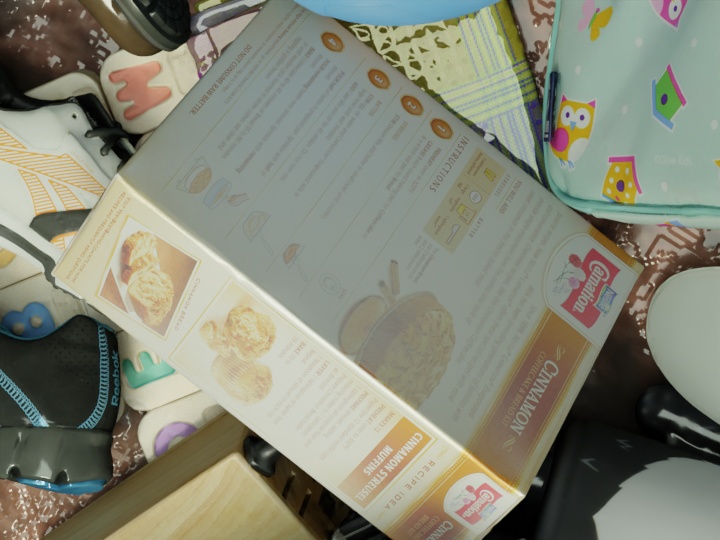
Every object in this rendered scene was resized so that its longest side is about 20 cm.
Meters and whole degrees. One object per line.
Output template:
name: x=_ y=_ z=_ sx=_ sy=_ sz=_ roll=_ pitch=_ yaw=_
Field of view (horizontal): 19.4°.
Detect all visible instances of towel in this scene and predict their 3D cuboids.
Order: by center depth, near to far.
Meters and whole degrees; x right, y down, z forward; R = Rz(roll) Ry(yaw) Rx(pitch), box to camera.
towel: x=0.017 y=-0.048 z=0.957 sx=0.142 sy=0.023 sz=0.202 roll=-20 pitch=96 yaw=3

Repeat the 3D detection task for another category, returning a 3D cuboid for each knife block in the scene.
knife block: x=-0.058 y=0.096 z=0.950 sx=0.198 sy=0.064 sz=0.177 roll=9 pitch=115 yaw=7

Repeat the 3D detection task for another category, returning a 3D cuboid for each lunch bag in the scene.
lunch bag: x=0.154 y=-0.097 z=0.851 sx=0.077 sy=0.199 sz=0.162 roll=2 pitch=94 yaw=-35

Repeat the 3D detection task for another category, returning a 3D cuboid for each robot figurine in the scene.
robot figurine: x=0.131 y=0.139 z=0.922 sx=0.198 sy=0.125 sz=0.152 roll=19 pitch=103 yaw=5

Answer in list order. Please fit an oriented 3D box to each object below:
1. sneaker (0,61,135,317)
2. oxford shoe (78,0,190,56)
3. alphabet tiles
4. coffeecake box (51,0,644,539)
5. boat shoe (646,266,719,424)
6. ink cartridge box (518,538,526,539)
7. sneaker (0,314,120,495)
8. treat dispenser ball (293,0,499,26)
sneaker: x=-0.117 y=-0.031 z=0.941 sx=0.199 sy=0.074 sz=0.081 roll=26 pitch=100 yaw=4
oxford shoe: x=-0.156 y=-0.162 z=0.949 sx=0.200 sy=0.073 sz=0.084 roll=46 pitch=111 yaw=7
alphabet tiles: x=-0.086 y=-0.004 z=0.986 sx=0.194 sy=0.015 sz=0.202 roll=-21 pitch=96 yaw=10
coffeecake box: x=0.000 y=0.000 z=0.871 sx=0.199 sy=0.154 sz=0.073 roll=38 pitch=135 yaw=-3
boat shoe: x=0.222 y=0.050 z=0.924 sx=0.199 sy=0.063 sz=0.071 roll=21 pitch=102 yaw=28
ink cartridge box: x=-0.024 y=0.195 z=0.849 sx=0.199 sy=0.146 sz=0.087 roll=-23 pitch=90 yaw=29
sneaker: x=-0.203 y=0.053 z=0.988 sx=0.198 sy=0.073 sz=0.083 roll=7 pitch=80 yaw=12
treat dispenser ball: x=0.014 y=-0.200 z=0.848 sx=0.199 sy=0.201 sz=0.203 roll=1 pitch=99 yaw=7
